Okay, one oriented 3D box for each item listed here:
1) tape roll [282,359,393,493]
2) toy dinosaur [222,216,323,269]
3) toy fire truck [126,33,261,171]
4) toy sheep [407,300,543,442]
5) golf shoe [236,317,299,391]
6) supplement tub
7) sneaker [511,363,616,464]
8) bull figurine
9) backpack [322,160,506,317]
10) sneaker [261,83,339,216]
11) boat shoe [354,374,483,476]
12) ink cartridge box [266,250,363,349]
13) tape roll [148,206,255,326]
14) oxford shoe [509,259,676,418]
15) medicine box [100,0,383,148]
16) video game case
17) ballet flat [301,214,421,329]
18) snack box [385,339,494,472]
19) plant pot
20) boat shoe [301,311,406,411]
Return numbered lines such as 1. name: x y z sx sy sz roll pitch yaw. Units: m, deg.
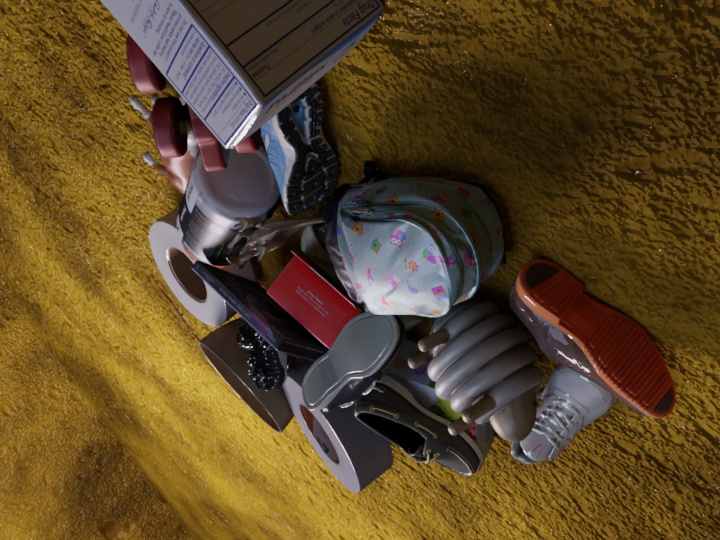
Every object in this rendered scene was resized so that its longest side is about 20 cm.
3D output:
1. tape roll: -0.036 0.223 1.111 0.201 0.066 0.202 47 157 28
2. toy dinosaur: -0.109 -0.049 0.951 0.197 0.101 0.059 -19 91 35
3. toy fire truck: -0.172 -0.225 0.837 0.110 0.170 0.202 -4 135 4
4. toy sheep: 0.134 0.103 0.865 0.202 0.136 0.138 60 153 16
5. golf shoe: -0.116 0.110 1.077 0.093 0.079 0.200 15 -163 -23
6. supplement tub: -0.187 -0.084 1.042 0.123 0.123 0.200 44 149 0
7. sneaker: 0.228 0.173 0.866 0.077 0.099 0.201 34 148 16
8. bull figurine: -0.261 -0.189 1.065 0.121 0.065 0.202 39 147 18
9. backpack: 0.058 -0.024 0.815 0.198 0.127 0.169 1 126 45
10. sneaker: -0.081 -0.157 0.899 0.090 0.077 0.202 46 152 37
11. boat shoe: 0.075 0.216 0.989 0.201 0.061 0.072 38 141 -12
12. ink cartridge box: -0.056 0.047 1.016 0.116 0.068 0.200 40 176 9
13. tape roll: -0.263 -0.011 1.251 0.201 0.070 0.205 33 143 29
14. oxford shoe: 0.236 0.076 0.779 0.200 0.071 0.073 47 154 17
15. medicine box: -0.111 -0.252 0.690 0.201 0.182 0.103 50 149 -9
16. video game case: -0.130 0.059 1.042 0.199 0.019 0.142 39 -173 33
17. ballet flat: 0.000 0.000 0.975 0.199 0.067 0.063 36 139 15
18. snack box: 0.085 0.181 1.059 0.197 0.068 0.171 17 140 27
19. plant pot: -0.154 0.148 1.251 0.200 0.134 0.201 40 160 18
20. boat shoe: 0.000 0.111 0.927 0.199 0.059 0.077 -40 55 42
